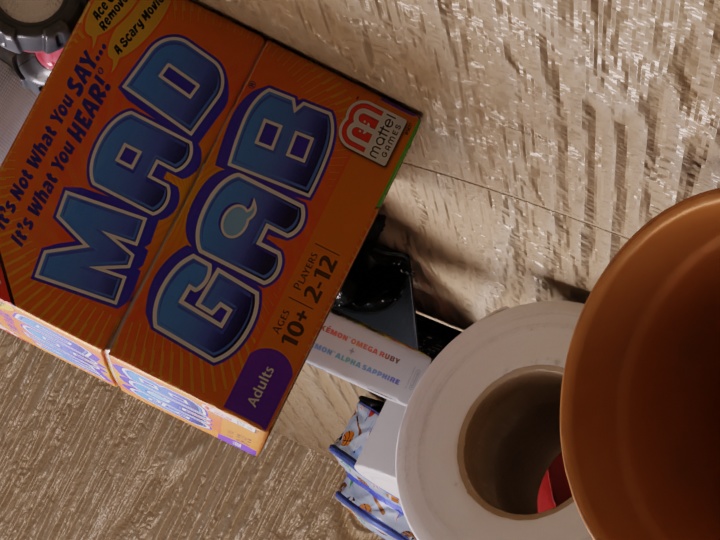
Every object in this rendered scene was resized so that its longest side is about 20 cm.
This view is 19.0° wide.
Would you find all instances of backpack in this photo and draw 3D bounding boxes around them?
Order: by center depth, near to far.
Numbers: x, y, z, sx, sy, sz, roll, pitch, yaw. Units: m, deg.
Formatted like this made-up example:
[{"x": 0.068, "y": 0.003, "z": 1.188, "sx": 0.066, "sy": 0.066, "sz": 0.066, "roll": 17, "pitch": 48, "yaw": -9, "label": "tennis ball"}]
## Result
[{"x": 0.054, "y": 0.237, "z": 2.476, "sx": 0.190, "sy": 0.154, "sz": 0.200, "roll": 44, "pitch": 166, "yaw": -28, "label": "backpack"}]

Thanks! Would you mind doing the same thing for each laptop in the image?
[{"x": 0.000, "y": 0.000, "z": 1.741, "sx": 0.177, "sy": 0.104, "sz": 0.200, "roll": 22, "pitch": -165, "yaw": 26, "label": "laptop"}]

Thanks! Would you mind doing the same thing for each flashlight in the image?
[{"x": -0.192, "y": -0.145, "z": 1.304, "sx": 0.067, "sy": 0.068, "sz": 0.200, "roll": 26, "pitch": 170, "yaw": -1, "label": "flashlight"}]

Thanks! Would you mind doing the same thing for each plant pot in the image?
[{"x": 0.215, "y": 0.069, "z": 1.046, "sx": 0.140, "sy": 0.201, "sz": 0.200, "roll": 13, "pitch": -178, "yaw": -43, "label": "plant pot"}]

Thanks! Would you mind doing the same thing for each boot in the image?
[{"x": -0.072, "y": -0.040, "z": 1.510, "sx": 0.168, "sy": 0.077, "sz": 0.200, "roll": 20, "pitch": 172, "yaw": 44, "label": "boot"}]

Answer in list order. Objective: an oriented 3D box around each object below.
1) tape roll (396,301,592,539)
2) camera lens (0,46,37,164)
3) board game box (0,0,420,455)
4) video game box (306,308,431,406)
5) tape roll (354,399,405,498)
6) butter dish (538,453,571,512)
[{"x": 0.142, "y": 0.138, "z": 1.471, "sx": 0.202, "sy": 0.203, "sz": 0.139, "roll": 20, "pitch": 169, "yaw": 33, "label": "tape roll"}, {"x": -0.314, "y": -0.102, "z": 1.437, "sx": 0.160, "sy": 0.201, "sz": 0.160, "roll": 29, "pitch": 173, "yaw": 4, "label": "camera lens"}, {"x": -0.103, "y": -0.027, "z": 1.289, "sx": 0.199, "sy": 0.201, "sz": 0.200, "roll": 26, "pitch": 170, "yaw": 0, "label": "board game box"}, {"x": -0.071, "y": 0.028, "z": 1.583, "sx": 0.182, "sy": 0.047, "sz": 0.200, "roll": 23, "pitch": -179, "yaw": -31, "label": "video game box"}, {"x": 0.112, "y": 0.155, "z": 1.878, "sx": 0.202, "sy": 0.140, "sz": 0.203, "roll": 26, "pitch": 170, "yaw": 5, "label": "tape roll"}, {"x": 0.166, "y": 0.192, "z": 1.675, "sx": 0.148, "sy": 0.200, "sz": 0.200, "roll": -34, "pitch": 132, "yaw": 29, "label": "butter dish"}]
